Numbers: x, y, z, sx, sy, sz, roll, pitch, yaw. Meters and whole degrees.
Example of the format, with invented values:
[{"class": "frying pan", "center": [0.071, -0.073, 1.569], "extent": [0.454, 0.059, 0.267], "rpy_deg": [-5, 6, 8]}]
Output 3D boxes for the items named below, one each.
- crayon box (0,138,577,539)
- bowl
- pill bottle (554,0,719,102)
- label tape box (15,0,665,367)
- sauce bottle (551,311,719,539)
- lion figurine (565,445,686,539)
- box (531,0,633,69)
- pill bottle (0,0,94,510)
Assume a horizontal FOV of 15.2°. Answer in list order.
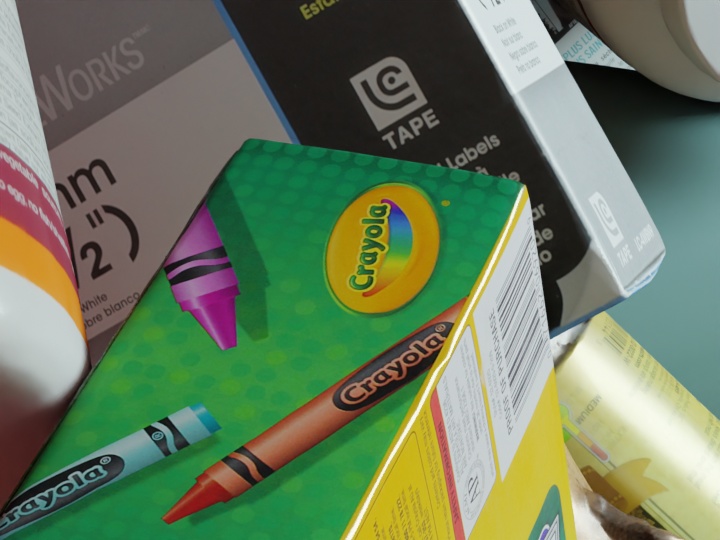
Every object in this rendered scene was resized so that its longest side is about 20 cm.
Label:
[{"class": "crayon box", "center": [-0.004, 0.093, 0.488], "extent": [0.119, 0.058, 0.201], "rpy_deg": [-60, 150, -42]}, {"class": "bowl", "center": [0.108, 0.018, 0.882], "extent": [0.201, 0.104, 0.202], "rpy_deg": [-10, 90, -75]}, {"class": "pill bottle", "center": [0.110, -0.119, 0.860], "extent": [0.112, 0.112, 0.200], "rpy_deg": [52, 2, -23]}, {"class": "label tape box", "center": [-0.039, -0.052, 0.639], "extent": [0.201, 0.143, 0.066], "rpy_deg": [60, 19, -3]}, {"class": "sauce bottle", "center": [0.103, 0.086, 0.766], "extent": [0.200, 0.065, 0.065], "rpy_deg": [42, 21, -3]}, {"class": "lion figurine", "center": [0.034, 0.060, 0.702], "extent": [0.201, 0.122, 0.072], "rpy_deg": [58, 20, -7]}, {"class": "box", "center": [0.046, -0.097, 0.992], "extent": [0.200, 0.082, 0.049], "rpy_deg": [50, -6, -30]}, {"class": "pill bottle", "center": [-0.117, -0.044, 0.487], "extent": [0.109, 0.109, 0.201], "rpy_deg": [35, 32, -51]}]
